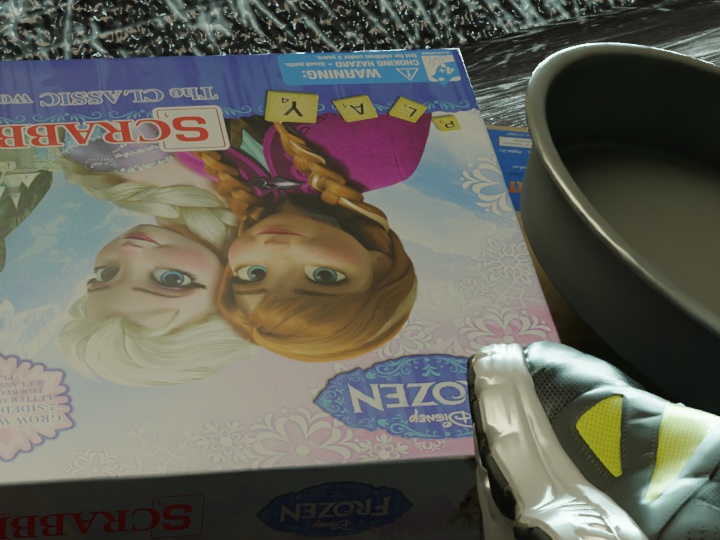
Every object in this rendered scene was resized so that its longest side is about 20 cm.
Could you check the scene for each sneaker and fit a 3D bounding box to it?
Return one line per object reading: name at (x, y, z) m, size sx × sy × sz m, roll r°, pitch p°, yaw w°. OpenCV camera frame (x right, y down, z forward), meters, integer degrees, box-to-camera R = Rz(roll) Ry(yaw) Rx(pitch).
sneaker at (0.075, 0.067, 0.639) m, size 0.084 × 0.075 × 0.200 m, roll -7°, pitch 18°, yaw -4°

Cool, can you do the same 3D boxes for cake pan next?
cake pan at (0.134, -0.001, 0.863) m, size 0.199 × 0.037 × 0.201 m, roll 23°, pitch 28°, yaw -13°

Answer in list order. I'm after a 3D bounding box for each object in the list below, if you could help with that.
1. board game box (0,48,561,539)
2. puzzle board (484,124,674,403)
board game box at (-0.046, 0.006, 0.825) m, size 0.198 × 0.041 × 0.200 m, roll -3°, pitch 41°, yaw -12°
puzzle board at (0.000, 0.000, 0.884) m, size 0.198 × 0.017 × 0.151 m, roll 4°, pitch 40°, yaw -4°
